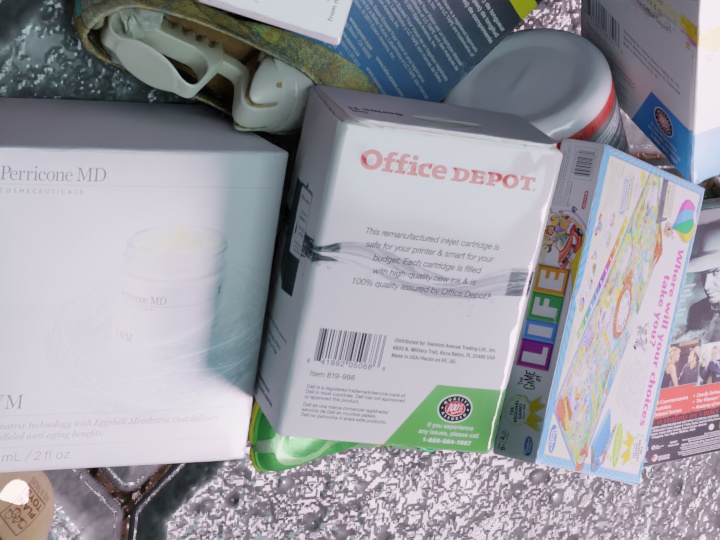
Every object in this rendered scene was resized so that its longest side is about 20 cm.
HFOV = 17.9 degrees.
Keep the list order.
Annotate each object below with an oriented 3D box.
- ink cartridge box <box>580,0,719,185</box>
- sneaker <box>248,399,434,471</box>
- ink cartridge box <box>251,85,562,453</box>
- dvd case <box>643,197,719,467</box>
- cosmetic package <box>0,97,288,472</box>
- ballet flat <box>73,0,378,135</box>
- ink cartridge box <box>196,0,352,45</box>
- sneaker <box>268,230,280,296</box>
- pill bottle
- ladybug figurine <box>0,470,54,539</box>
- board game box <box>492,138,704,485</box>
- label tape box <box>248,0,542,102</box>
[{"bbox_3d":[0.235,-0.193,1.451,0.144,0.147,0.201,-20,136,-16],"label":"ink cartridge box"},{"bbox_3d":[0.014,0.086,1.544,0.199,0.083,0.075,-19,114,-26],"label":"sneaker"},{"bbox_3d":[0.025,-0.001,1.388,0.145,0.083,0.202,7,108,-19],"label":"ink cartridge box"},{"bbox_3d":[0.237,0.047,1.707,0.145,0.022,0.202,-9,113,-29],"label":"dvd case"},{"bbox_3d":[-0.167,0.006,1.383,0.198,0.123,0.202,-1,107,-31],"label":"cosmetic package"},{"bbox_3d":[-0.084,-0.121,1.384,0.199,0.071,0.071,25,94,-14],"label":"ballet flat"},{"bbox_3d":[-0.104,-0.203,1.295,0.198,0.146,0.085,16,100,-13],"label":"ink cartridge box"},{"bbox_3d":[0.000,0.000,1.491,0.199,0.072,0.073,-15,111,-44],"label":"sneaker"},{"bbox_3d":[0.129,-0.052,1.535,0.116,0.116,0.201,-35,133,-16],"label":"pill bottle"},{"bbox_3d":[-0.276,0.171,1.397,0.199,0.072,0.136,-37,135,-9],"label":"ladybug figurine"},{"bbox_3d":[0.154,0.029,1.458,0.134,0.034,0.202,17,85,-52],"label":"board game box"},{"bbox_3d":[0.030,-0.193,1.465,0.200,0.063,0.145,-44,124,-11],"label":"label tape box"}]
